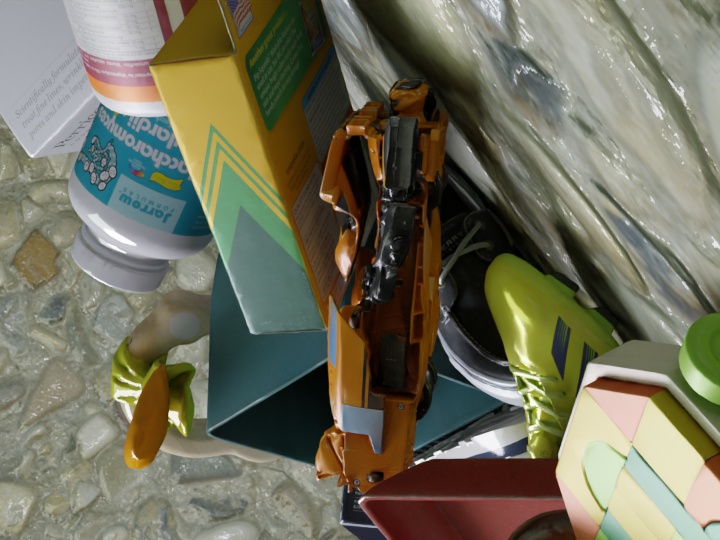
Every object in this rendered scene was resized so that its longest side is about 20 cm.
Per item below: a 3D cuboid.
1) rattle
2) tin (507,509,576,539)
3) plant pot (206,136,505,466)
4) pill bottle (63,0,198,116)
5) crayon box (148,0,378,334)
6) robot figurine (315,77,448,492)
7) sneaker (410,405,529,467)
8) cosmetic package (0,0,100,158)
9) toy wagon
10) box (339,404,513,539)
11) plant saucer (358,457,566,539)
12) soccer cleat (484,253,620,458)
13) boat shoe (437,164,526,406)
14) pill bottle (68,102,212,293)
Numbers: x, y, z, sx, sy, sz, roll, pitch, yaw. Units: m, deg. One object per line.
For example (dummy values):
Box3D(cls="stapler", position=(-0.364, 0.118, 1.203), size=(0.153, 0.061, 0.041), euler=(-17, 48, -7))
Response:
Box3D(cls="rattle", position=(-0.070, 0.107, 0.912), size=(0.200, 0.130, 0.143), euler=(37, 174, -25))
Box3D(cls="tin", position=(0.141, 0.168, 0.541), size=(0.199, 0.042, 0.112), euler=(22, -150, -7))
Box3D(cls="plant pot", position=(-0.012, 0.009, 0.883), size=(0.141, 0.141, 0.201), euler=(23, -132, -40))
Box3D(cls="pill bottle", position=(-0.125, -0.197, 0.738), size=(0.110, 0.109, 0.201), euler=(-129, 22, -51))
Box3D(cls="crayon box", position=(-0.049, -0.083, 0.706), size=(0.126, 0.051, 0.201), euler=(-67, -32, -51))
Box3D(cls="robot figurine", position=(0.012, 0.002, 0.666), size=(0.145, 0.058, 0.201), euler=(-64, -23, -73))
Box3D(cls="sneaker", position=(0.080, 0.135, 0.814), size=(0.081, 0.076, 0.200), euler=(59, 156, 2))
Box3D(cls="cosmetic package", position=(-0.210, -0.214, 1.093), size=(0.165, 0.165, 0.200), euler=(54, -152, 6))
Box3D(cls="toy wagon", position=(0.142, 0.114, 0.447), size=(0.200, 0.039, 0.155), euler=(53, 154, 32))
Box3D(cls="box", position=(0.061, 0.126, 1.023), size=(0.200, 0.104, 0.183), euler=(61, -146, -68))
Box3D(cls="plant saucer", position=(0.127, 0.147, 0.652), size=(0.200, 0.199, 0.037), euler=(56, -141, -44))
Box3D(cls="soccer cleat", position=(0.109, 0.078, 0.666), size=(0.200, 0.084, 0.065), euler=(55, 173, -30))
Box3D(cls="boat shoe", position=(0.057, -0.001, 0.760), size=(0.071, 0.072, 0.200), euler=(51, -177, -43))
Box3D(cls="pill bottle", position=(-0.134, -0.086, 0.918), size=(0.110, 0.200, 0.111), euler=(23, -160, -9))
